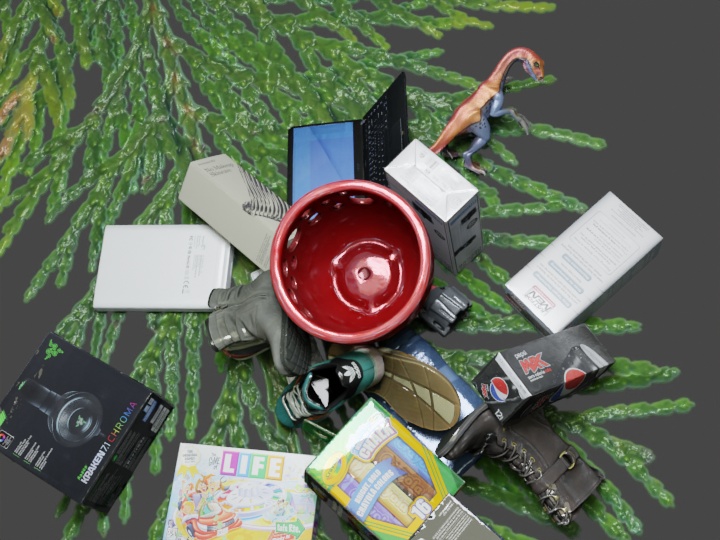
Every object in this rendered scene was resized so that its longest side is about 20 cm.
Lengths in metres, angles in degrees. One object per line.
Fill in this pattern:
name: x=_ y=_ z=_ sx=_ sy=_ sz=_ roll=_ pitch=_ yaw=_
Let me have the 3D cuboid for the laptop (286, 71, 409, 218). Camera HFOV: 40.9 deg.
laptop: x=-0.020 y=-0.176 z=1.401 sx=0.103 sy=0.200 sz=0.178 roll=12 pitch=60 yaw=-25

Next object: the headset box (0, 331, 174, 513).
headset box: x=-0.393 y=0.204 z=1.328 sx=0.199 sy=0.093 sz=0.174 roll=27 pitch=75 yaw=19

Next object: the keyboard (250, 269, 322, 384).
keyboard: x=-0.102 y=0.079 z=1.374 sx=0.056 sy=0.011 sz=0.201 roll=-22 pitch=67 yaw=0

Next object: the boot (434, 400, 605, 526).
boot: x=0.203 y=0.236 z=1.181 sx=0.200 sy=0.069 sz=0.174 roll=-23 pitch=72 yaw=-39

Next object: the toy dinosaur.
toy dinosaur: x=0.182 y=-0.231 z=1.371 sx=0.105 sy=0.200 sz=0.182 roll=38 pitch=123 yaw=30

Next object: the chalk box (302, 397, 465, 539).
chalk box: x=0.010 y=0.250 z=1.205 sx=0.200 sy=0.125 sz=0.124 roll=42 pitch=73 yaw=10

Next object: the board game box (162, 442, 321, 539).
board game box: x=-0.153 y=0.307 z=1.280 sx=0.199 sy=0.034 sz=0.135 roll=3 pitch=69 yaw=10

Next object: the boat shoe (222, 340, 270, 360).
boat shoe: x=-0.110 y=0.059 z=1.346 sx=0.199 sy=0.063 sz=0.071 roll=-30 pitch=65 yaw=1

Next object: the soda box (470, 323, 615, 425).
soda box: x=0.232 y=0.126 z=1.207 sx=0.200 sy=0.063 sz=0.071 roll=-12 pitch=58 yaw=-45

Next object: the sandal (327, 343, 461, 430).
sandal: x=0.048 y=0.138 z=1.250 sx=0.199 sy=0.054 sz=0.081 roll=21 pitch=109 yaw=30

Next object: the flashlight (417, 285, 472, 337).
flashlight: x=0.067 y=0.002 z=1.351 sx=0.200 sy=0.068 sz=0.068 roll=38 pitch=123 yaw=17

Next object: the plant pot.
plant pot: x=0.000 y=0.000 z=1.236 sx=0.199 sy=0.182 sz=0.201 roll=-1 pitch=81 yaw=9

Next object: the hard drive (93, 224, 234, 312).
hard drive: x=-0.289 y=-0.004 z=1.429 sx=0.199 sy=0.027 sz=0.132 roll=0 pitch=69 yaw=9

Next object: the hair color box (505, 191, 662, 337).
hair color box: x=0.302 y=-0.001 z=1.312 sx=0.200 sy=0.061 sz=0.099 roll=-40 pitch=68 yaw=-8

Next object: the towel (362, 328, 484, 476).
towel: x=0.092 y=0.179 z=1.283 sx=0.112 sy=0.049 sz=0.200 roll=-41 pitch=67 yaw=-6

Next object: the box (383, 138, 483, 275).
box: x=0.103 y=-0.080 z=1.301 sx=0.060 sy=0.200 sz=0.117 roll=-45 pitch=71 yaw=-8

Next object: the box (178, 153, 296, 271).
box: x=-0.165 y=-0.083 z=1.401 sx=0.200 sy=0.082 sz=0.069 roll=38 pitch=124 yaw=19

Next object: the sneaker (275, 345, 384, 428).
sneaker: x=-0.060 y=0.156 z=1.248 sx=0.200 sy=0.080 sz=0.072 roll=-37 pitch=76 yaw=39

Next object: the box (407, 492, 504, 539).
box: x=0.139 y=0.346 z=1.126 sx=0.141 sy=0.200 sz=0.079 roll=41 pitch=79 yaw=20

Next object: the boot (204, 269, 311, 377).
boot: x=-0.138 y=0.082 z=1.264 sx=0.130 sy=0.068 sz=0.200 roll=-24 pitch=40 yaw=11
